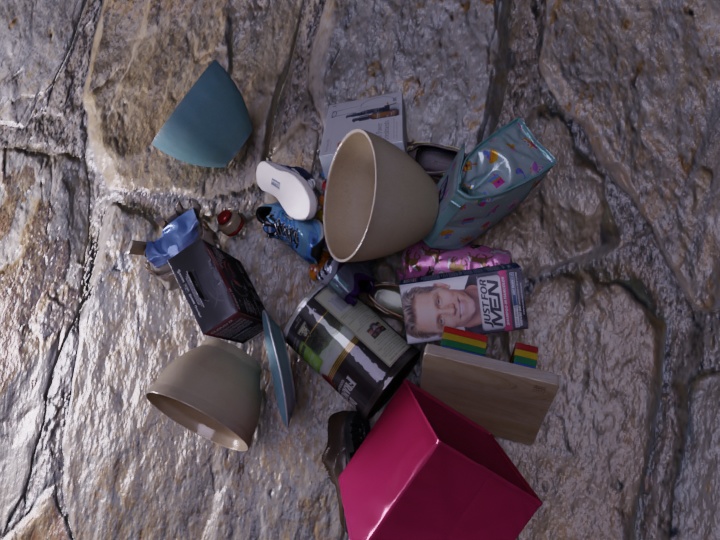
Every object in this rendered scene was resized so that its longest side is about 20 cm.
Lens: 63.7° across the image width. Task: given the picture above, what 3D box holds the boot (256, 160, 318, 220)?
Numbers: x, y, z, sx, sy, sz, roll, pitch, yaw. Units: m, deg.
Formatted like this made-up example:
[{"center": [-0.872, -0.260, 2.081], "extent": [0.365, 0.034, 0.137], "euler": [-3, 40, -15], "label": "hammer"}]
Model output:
[{"center": [-0.109, -0.151, 1.058], "extent": [0.200, 0.089, 0.074], "euler": [42, 124, 43], "label": "boot"}]

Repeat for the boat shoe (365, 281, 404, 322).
[{"center": [0.099, 0.066, 1.020], "extent": [0.195, 0.074, 0.078], "euler": [11, 81, 14], "label": "boat shoe"}]

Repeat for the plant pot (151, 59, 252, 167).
[{"center": [-0.289, -0.282, 1.126], "extent": [0.134, 0.200, 0.202], "euler": [37, 88, -20], "label": "plant pot"}]

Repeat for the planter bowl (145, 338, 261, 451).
[{"center": [-0.255, 0.207, 1.019], "extent": [0.196, 0.202, 0.137], "euler": [17, 58, 14], "label": "planter bowl"}]

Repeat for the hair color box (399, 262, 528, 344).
[{"center": [0.166, 0.054, 0.944], "extent": [0.195, 0.061, 0.103], "euler": [-9, 97, 8], "label": "hair color box"}]

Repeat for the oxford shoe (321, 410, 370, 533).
[{"center": [-0.026, 0.346, 1.004], "extent": [0.083, 0.072, 0.205], "euler": [-7, 80, 35], "label": "oxford shoe"}]

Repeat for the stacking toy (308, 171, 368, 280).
[{"center": [-0.050, -0.074, 1.077], "extent": [0.108, 0.116, 0.203], "euler": [28, 99, 21], "label": "stacking toy"}]

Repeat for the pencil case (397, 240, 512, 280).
[{"center": [0.166, -0.005, 1.018], "extent": [0.195, 0.087, 0.085], "euler": [9, 113, 13], "label": "pencil case"}]

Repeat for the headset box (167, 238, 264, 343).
[{"center": [-0.249, 0.040, 1.032], "extent": [0.074, 0.200, 0.150], "euler": [-31, 75, 3], "label": "headset box"}]

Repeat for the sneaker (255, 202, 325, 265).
[{"center": [-0.132, -0.067, 1.046], "extent": [0.199, 0.088, 0.080], "euler": [38, 121, 49], "label": "sneaker"}]

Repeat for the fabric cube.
[{"center": [0.107, 0.326, 0.862], "extent": [0.198, 0.196, 0.201], "euler": [33, 95, -15], "label": "fabric cube"}]

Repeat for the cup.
[{"center": [0.040, -0.108, 0.922], "extent": [0.140, 0.199, 0.206], "euler": [6, 78, -25], "label": "cup"}]

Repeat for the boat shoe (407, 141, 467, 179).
[{"center": [0.108, -0.207, 1.079], "extent": [0.195, 0.060, 0.074], "euler": [11, 81, 13], "label": "boat shoe"}]

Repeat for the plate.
[{"center": [-0.138, 0.166, 0.996], "extent": [0.025, 0.200, 0.205], "euler": [-12, 75, -14], "label": "plate"}]

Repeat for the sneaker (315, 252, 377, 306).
[{"center": [0.000, 0.000, 1.011], "extent": [0.088, 0.200, 0.075], "euler": [45, 125, 4], "label": "sneaker"}]

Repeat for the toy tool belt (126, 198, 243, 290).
[{"center": [-0.329, -0.067, 1.093], "extent": [0.199, 0.123, 0.125], "euler": [-40, 40, 2], "label": "toy tool belt"}]

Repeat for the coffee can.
[{"center": [-0.015, 0.131, 0.995], "extent": [0.199, 0.146, 0.147], "euler": [40, 89, 16], "label": "coffee can"}]

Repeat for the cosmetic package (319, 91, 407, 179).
[{"center": [0.009, -0.251, 1.057], "extent": [0.147, 0.052, 0.202], "euler": [-10, 39, 11], "label": "cosmetic package"}]

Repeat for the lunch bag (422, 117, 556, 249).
[{"center": [0.192, -0.132, 0.953], "extent": [0.198, 0.171, 0.123], "euler": [-34, 79, -27], "label": "lunch bag"}]

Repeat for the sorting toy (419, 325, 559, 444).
[{"center": [0.198, 0.181, 0.927], "extent": [0.195, 0.201, 0.070], "euler": [12, 51, 11], "label": "sorting toy"}]
